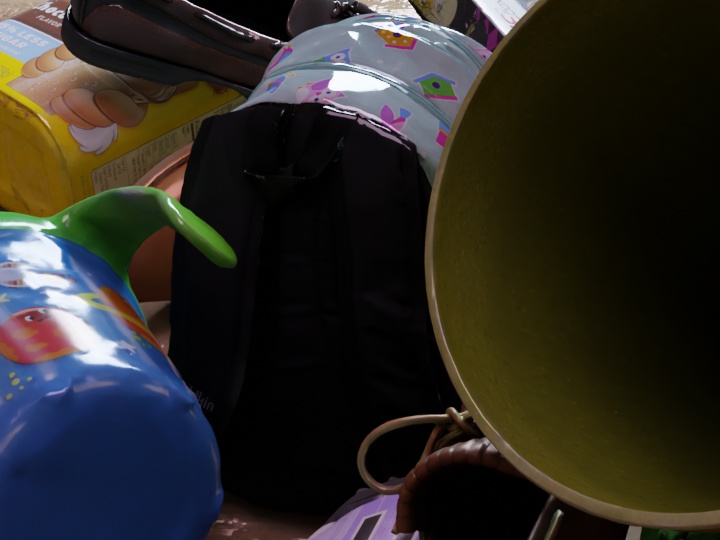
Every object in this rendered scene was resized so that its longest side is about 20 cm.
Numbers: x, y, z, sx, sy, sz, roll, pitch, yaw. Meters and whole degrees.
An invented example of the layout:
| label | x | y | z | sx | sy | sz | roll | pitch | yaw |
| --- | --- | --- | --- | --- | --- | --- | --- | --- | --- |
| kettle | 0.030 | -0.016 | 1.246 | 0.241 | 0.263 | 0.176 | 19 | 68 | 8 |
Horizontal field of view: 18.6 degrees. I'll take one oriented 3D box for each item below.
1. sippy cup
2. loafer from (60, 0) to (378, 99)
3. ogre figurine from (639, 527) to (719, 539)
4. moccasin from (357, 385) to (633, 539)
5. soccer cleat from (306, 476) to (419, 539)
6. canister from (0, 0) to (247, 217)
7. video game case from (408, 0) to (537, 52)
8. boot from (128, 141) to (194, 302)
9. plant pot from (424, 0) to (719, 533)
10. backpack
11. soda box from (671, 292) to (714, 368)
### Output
| label | x | y | z | sx | sy | sz | roll | pitch | yaw |
| --- | --- | --- | --- | --- | --- | --- | --- | --- | --- |
| sippy cup | -0.117 | 0.061 | 0.793 | 0.139 | 0.180 | 0.130 | -3 | 19 | -29 |
| loafer | -0.047 | -0.122 | 1.094 | 0.198 | 0.063 | 0.072 | 8 | 35 | -11 |
| ogre figurine | 0.117 | 0.128 | 0.780 | 0.199 | 0.099 | 0.120 | -6 | 10 | -32 |
| moccasin | 0.044 | 0.080 | 0.736 | 0.073 | 0.078 | 0.202 | -28 | 30 | 35 |
| soccer cleat | -0.016 | 0.132 | 0.810 | 0.198 | 0.069 | 0.073 | -16 | 34 | -10 |
| canister | -0.118 | -0.105 | 1.183 | 0.199 | 0.087 | 0.148 | -30 | 41 | -33 |
| video game case | 0.141 | -0.101 | 1.122 | 0.198 | 0.036 | 0.182 | 8 | 27 | -25 |
| boot | -0.009 | -0.006 | 1.031 | 0.199 | 0.077 | 0.155 | -13 | 32 | -31 |
| plant pot | 0.150 | 0.008 | 0.727 | 0.186 | 0.188 | 0.200 | 22 | -2 | 36 |
| backpack | 0.000 | 0.000 | 0.891 | 0.165 | 0.202 | 0.127 | 6 | 33 | 18 |
| soda box | 0.115 | -0.032 | 0.889 | 0.068 | 0.063 | 0.201 | -18 | 50 | 28 |
